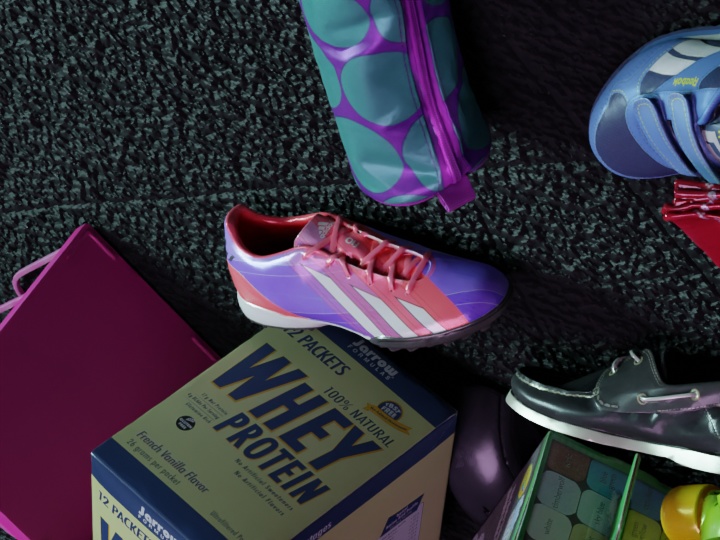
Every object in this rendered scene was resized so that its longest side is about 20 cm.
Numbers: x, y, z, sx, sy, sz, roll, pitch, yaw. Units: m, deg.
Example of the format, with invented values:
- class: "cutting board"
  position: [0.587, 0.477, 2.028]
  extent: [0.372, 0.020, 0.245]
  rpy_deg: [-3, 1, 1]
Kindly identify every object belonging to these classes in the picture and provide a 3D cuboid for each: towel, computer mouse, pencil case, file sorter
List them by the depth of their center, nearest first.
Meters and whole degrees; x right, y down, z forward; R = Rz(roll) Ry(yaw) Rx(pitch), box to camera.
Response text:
- class: "towel"
  position: [0.269, -0.010, 1.433]
  extent: [0.199, 0.023, 0.145]
  rpy_deg: [8, 170, 23]
- class: "pencil case"
  position: [0.015, -0.132, 1.502]
  extent: [0.092, 0.085, 0.200]
  rpy_deg: [40, 156, 45]
- class: "computer mouse"
  position: [0.123, 0.161, 1.771]
  extent: [0.140, 0.046, 0.200]
  rpy_deg: [6, 134, 33]
- class: "file sorter"
  position: [-0.219, 0.099, 1.833]
  extent: [0.139, 0.200, 0.125]
  rpy_deg: [46, 144, -15]

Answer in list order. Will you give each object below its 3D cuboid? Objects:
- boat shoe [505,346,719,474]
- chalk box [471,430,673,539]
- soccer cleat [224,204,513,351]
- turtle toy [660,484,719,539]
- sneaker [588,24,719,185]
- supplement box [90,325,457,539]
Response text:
- class: "boat shoe"
  position: [0.178, 0.077, 1.642]
  extent: [0.199, 0.072, 0.068]
  rpy_deg: [10, 99, 38]
- class: "chalk box"
  position: [0.137, 0.195, 1.685]
  extent: [0.123, 0.125, 0.200]
  rpy_deg: [27, 136, -4]
- class: "soccer cleat"
  position: [0.000, 0.000, 1.676]
  extent: [0.199, 0.068, 0.073]
  rpy_deg: [6, 130, 35]
- class: "turtle toy"
  position: [0.249, 0.175, 1.596]
  extent: [0.145, 0.102, 0.200]
  rpy_deg: [-7, 170, 41]
- class: "sneaker"
  position: [0.187, -0.083, 1.433]
  extent: [0.074, 0.082, 0.200]
  rpy_deg: [47, 142, -19]
- class: "supplement box"
  position: [-0.058, 0.164, 1.760]
  extent: [0.134, 0.200, 0.200]
  rpy_deg: [38, 146, 26]
